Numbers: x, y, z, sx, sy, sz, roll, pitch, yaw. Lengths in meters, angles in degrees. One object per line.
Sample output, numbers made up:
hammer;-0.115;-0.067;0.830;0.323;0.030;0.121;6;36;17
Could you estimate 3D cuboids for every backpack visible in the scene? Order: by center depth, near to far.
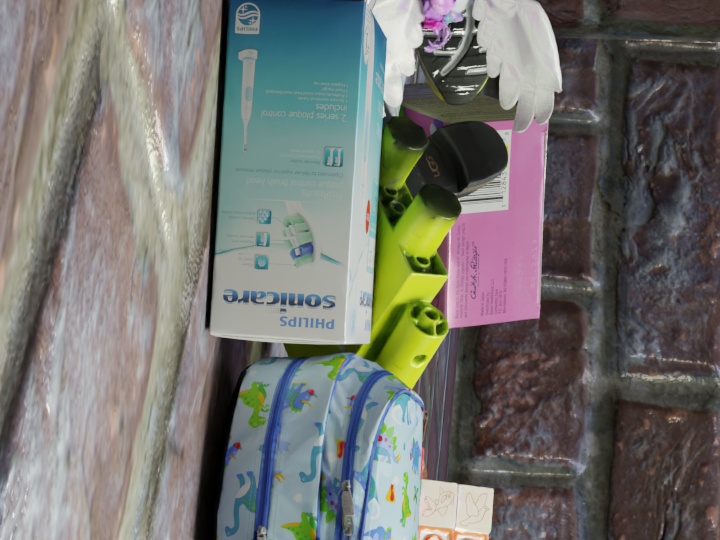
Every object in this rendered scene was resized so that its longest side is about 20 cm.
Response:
backpack;-0.028;0.149;1.187;0.163;0.153;0.202;42;37;-63

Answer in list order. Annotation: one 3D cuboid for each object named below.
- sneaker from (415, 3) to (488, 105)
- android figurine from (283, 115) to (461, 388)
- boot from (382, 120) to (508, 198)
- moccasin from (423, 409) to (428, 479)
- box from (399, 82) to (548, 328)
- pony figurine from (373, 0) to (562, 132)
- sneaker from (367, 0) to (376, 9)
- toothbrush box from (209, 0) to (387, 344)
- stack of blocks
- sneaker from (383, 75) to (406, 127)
sneaker;0.065;-0.221;1.617;0.090;0.077;0.202;119;-34;-65
android figurine;0.000;0.000;1.316;0.201;0.041;0.183;-59;-138;37
boot;0.009;-0.045;1.534;0.174;0.199;0.070;-43;-120;53
moccasin;0.039;0.206;2.032;0.202;0.077;0.074;-76;167;-62
box;0.072;-0.063;1.731;0.200;0.096;0.178;-150;-122;-61
pony figurine;0.062;-0.212;1.438;0.201;0.165;0.194;-78;164;-55
sneaker;-0.023;-0.236;1.310;0.112;0.071;0.202;-39;143;-66
toothbrush box;-0.035;-0.056;1.202;0.146;0.084;0.202;28;66;-83
stack of blocks;0.008;0.173;1.321;0.199;0.058;0.116;-11;-109;58
sneaker;0.001;-0.145;1.644;0.080;0.070;0.202;115;-14;-61
